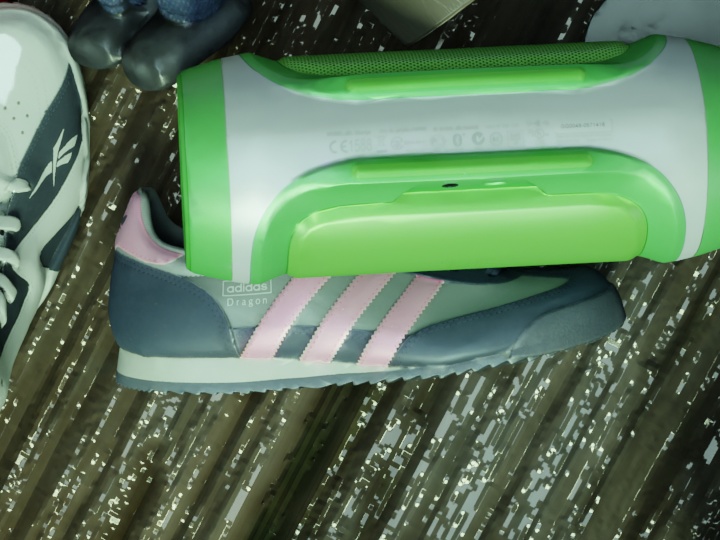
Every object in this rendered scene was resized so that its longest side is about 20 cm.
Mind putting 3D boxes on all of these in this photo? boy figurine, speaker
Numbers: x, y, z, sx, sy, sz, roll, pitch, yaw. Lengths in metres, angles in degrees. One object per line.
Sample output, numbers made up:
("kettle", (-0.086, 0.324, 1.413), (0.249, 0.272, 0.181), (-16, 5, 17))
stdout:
("boy figurine", (-0.101, -0.158, 0.924), (0.124, 0.200, 0.064), (26, 62, 39))
("speaker", (0.034, -0.040, 0.944), (0.199, 0.088, 0.089), (-3, 95, -5))

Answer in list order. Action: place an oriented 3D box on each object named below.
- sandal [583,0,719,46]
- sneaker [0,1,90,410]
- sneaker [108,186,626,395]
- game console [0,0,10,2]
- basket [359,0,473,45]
("sandal", (0.184, -0.081, 0.983), (0.199, 0.043, 0.077), (-8, 94, 6))
("sneaker", (-0.154, 0.001, 0.975), (0.079, 0.130, 0.200), (24, 97, -9))
("sneaker", (0.000, 0.000, 0.995), (0.199, 0.070, 0.083), (-5, 96, 4))
("game console", (-0.232, -0.154, 1.031), (0.200, 0.119, 0.172), (-43, 121, 8))
("basket", (-0.002, -0.193, 0.948), (0.180, 0.136, 0.200), (-33, 98, 39))
